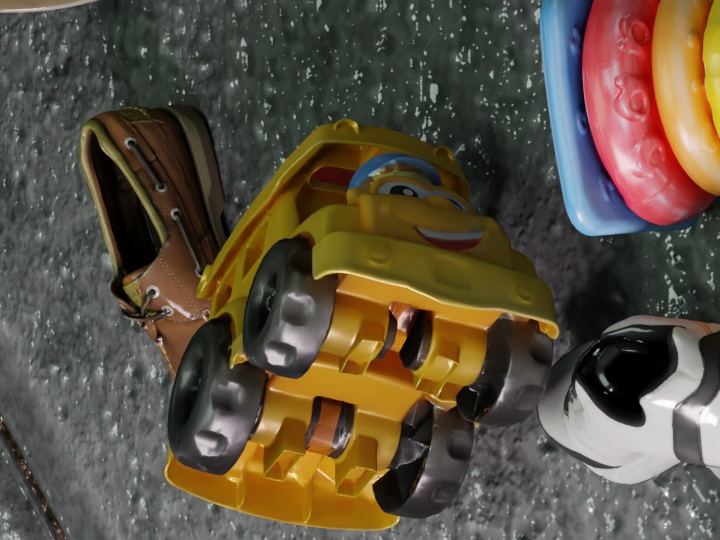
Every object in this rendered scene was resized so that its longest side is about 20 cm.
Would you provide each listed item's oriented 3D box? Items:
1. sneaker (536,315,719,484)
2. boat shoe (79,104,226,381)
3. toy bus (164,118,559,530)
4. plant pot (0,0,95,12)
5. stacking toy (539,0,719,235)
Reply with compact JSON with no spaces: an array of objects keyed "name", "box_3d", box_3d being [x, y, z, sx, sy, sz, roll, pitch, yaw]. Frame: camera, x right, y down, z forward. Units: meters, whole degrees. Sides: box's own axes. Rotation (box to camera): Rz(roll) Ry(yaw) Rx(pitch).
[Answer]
[{"name":"sneaker","box_3d":[0.118,0.045,0.976,0.074,0.080,0.200,-69,18,-11]},{"name":"boat shoe","box_3d":[-0.103,0.009,1.255,0.072,0.068,0.201,-32,73,43]},{"name":"toy bus","box_3d":[0.000,0.000,1.091,0.200,0.135,0.193,128,151,-49]},{"name":"plant pot","box_3d":[-0.189,-0.243,1.237,0.200,0.199,0.135,-29,59,45]},{"name":"stacking toy","box_3d":[0.177,-0.080,0.931,0.199,0.116,0.111,-8,88,36]}]
